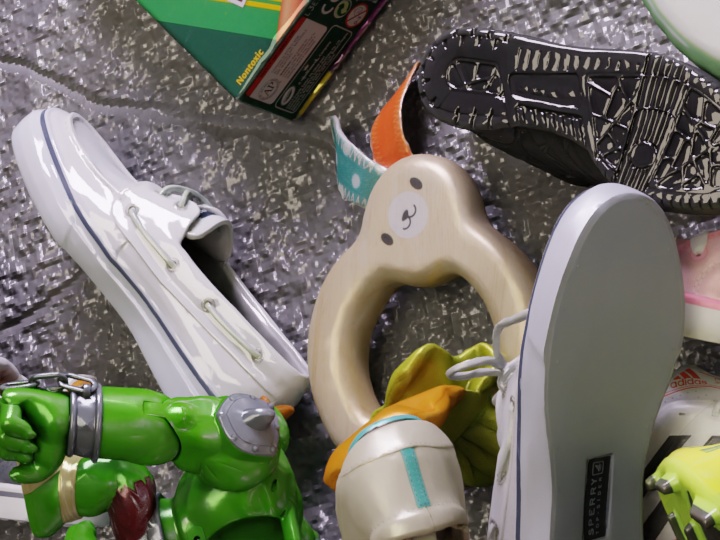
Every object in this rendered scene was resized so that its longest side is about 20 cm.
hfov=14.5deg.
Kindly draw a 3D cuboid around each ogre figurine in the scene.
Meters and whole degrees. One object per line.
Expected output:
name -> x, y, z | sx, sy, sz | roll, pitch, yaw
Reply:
ogre figurine -> -0.083, 0.107, 1.254 | 0.119, 0.201, 0.098 | -6, 35, 7

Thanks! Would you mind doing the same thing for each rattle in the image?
rattle -> 0.000, 0.000, 1.240 | 0.130, 0.143, 0.201 | -18, 77, 47

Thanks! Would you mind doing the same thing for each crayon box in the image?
crayon box -> -0.039, -0.203, 1.343 | 0.173, 0.058, 0.200 | 44, 104, 30

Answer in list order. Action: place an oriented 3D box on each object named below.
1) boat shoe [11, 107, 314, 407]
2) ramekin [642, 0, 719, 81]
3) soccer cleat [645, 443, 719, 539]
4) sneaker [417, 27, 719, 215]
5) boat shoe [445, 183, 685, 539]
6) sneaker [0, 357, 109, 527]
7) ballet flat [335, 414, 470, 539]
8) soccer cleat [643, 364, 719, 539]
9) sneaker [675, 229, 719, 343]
boat shoe -> -0.088, -0.007, 1.337 | 0.067, 0.074, 0.200 | -39, 76, 16
ramekin -> 0.204, -0.150, 1.161 | 0.199, 0.098, 0.201 | -6, 78, 30
soccer cleat -> 0.171, 0.083, 1.053 | 0.084, 0.200, 0.065 | -30, 92, -17
sneaker -> 0.103, -0.064, 1.204 | 0.199, 0.104, 0.060 | 20, 93, 33
boat shoe -> 0.078, 0.059, 1.154 | 0.086, 0.074, 0.203 | 23, 115, 53
sneaker -> -0.210, 0.080, 1.386 | 0.199, 0.078, 0.080 | 2, 87, 21
ballet flat -> 0.023, 0.141, 1.171 | 0.069, 0.200, 0.070 | -3, 52, 4
soccer cleat -> 0.165, 0.073, 1.162 | 0.200, 0.069, 0.085 | -22, 82, 31
sneaker -> 0.194, -0.015, 1.149 | 0.200, 0.075, 0.105 | 11, 99, 25
